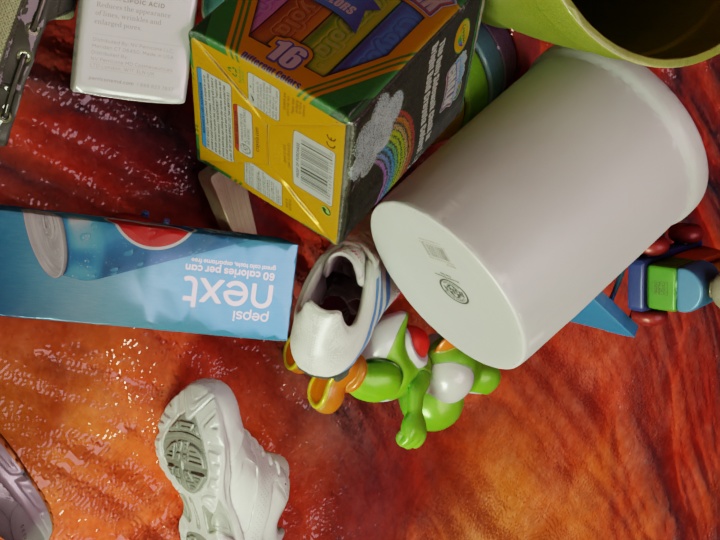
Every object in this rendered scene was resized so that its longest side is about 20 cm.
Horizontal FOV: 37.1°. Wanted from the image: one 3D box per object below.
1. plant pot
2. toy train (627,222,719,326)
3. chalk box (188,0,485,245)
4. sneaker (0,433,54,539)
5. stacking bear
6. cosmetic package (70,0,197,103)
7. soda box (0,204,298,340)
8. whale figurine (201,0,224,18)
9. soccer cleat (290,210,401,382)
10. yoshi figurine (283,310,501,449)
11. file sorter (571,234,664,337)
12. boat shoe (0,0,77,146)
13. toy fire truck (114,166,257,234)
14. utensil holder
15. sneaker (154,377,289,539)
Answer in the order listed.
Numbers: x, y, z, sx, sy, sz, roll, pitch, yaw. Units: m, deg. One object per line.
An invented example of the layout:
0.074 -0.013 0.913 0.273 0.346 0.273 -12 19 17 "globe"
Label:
0.151 -0.238 0.734 0.200 0.193 0.201 -4 99 -23 "plant pot"
0.351 0.001 1.033 0.200 0.115 0.085 -15 108 -45 "toy train"
-0.003 -0.143 0.712 0.200 0.124 0.125 -49 162 -31 "chalk box"
-0.280 0.122 0.691 0.092 0.076 0.200 -40 120 -18 "sneaker"
0.041 -0.148 0.847 0.200 0.121 0.114 -39 96 -29 "stacking bear"
-0.138 -0.210 0.679 0.074 0.102 0.201 4 100 -17 "cosmetic package"
-0.147 0.001 0.713 0.199 0.064 0.068 6 94 -17 "soda box"
-0.028 -0.238 0.784 0.200 0.104 0.160 -27 121 -33 "whale figurine"
0.000 0.000 0.860 0.200 0.070 0.087 -66 167 -47 "soccer cleat"
0.031 0.101 0.941 0.199 0.112 0.113 9 75 -34 "yoshi figurine"
0.183 -0.041 1.029 0.200 0.139 0.123 35 74 -45 "file sorter"
-0.206 -0.172 0.654 0.065 0.073 0.200 24 96 -33 "boat shoe"
-0.100 -0.032 0.820 0.200 0.049 0.142 12 94 -44 "toy fire truck"
0.132 -0.047 0.811 0.200 0.170 0.170 -42 128 -19 "utensil holder"
-0.103 0.161 0.872 0.099 0.078 0.201 -32 133 -40 "sneaker"
